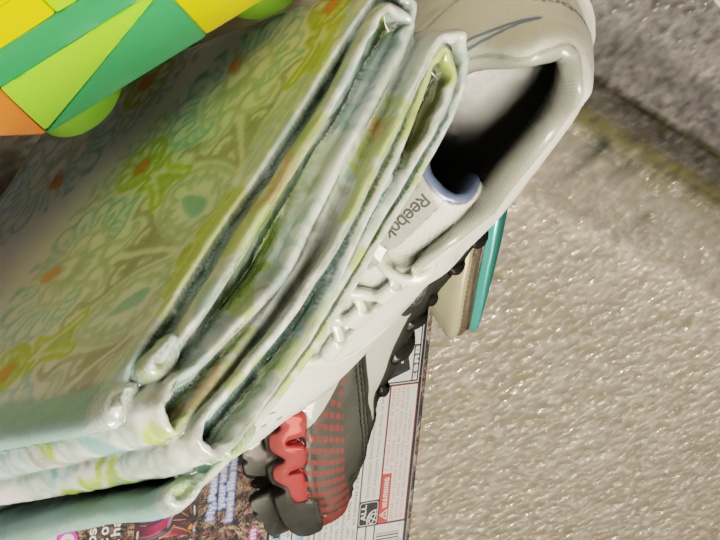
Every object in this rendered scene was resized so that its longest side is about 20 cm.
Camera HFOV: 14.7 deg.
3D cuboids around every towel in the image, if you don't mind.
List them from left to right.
[{"bbox_3d":[-0.067,0.003,0.828,0.048,0.171,0.200,45,149,-23],"label":"towel"}]

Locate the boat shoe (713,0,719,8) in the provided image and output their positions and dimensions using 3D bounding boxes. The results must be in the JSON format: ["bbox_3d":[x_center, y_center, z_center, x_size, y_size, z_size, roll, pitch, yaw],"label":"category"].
[{"bbox_3d":[0.158,-0.147,1.034,0.068,0.075,0.200,-32,147,-2],"label":"boat shoe"}]

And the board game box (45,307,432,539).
[{"bbox_3d":[-0.081,0.058,1.041,0.200,0.097,0.160,-5,106,-39],"label":"board game box"}]

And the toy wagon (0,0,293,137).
[{"bbox_3d":[-0.068,-0.112,0.772,0.200,0.040,0.155,-30,146,10],"label":"toy wagon"}]

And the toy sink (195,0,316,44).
[{"bbox_3d":[0.009,-0.179,0.860,0.199,0.112,0.130,-20,146,-2],"label":"toy sink"}]

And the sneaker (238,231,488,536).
[{"bbox_3d":[0.000,0.000,0.960,0.098,0.071,0.201,-2,111,-12],"label":"sneaker"}]

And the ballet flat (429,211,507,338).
[{"bbox_3d":[0.038,-0.075,1.010,0.069,0.069,0.201,3,110,-37],"label":"ballet flat"}]

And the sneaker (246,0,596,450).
[{"bbox_3d":[-0.002,-0.017,0.868,0.074,0.087,0.200,37,100,-13],"label":"sneaker"}]
